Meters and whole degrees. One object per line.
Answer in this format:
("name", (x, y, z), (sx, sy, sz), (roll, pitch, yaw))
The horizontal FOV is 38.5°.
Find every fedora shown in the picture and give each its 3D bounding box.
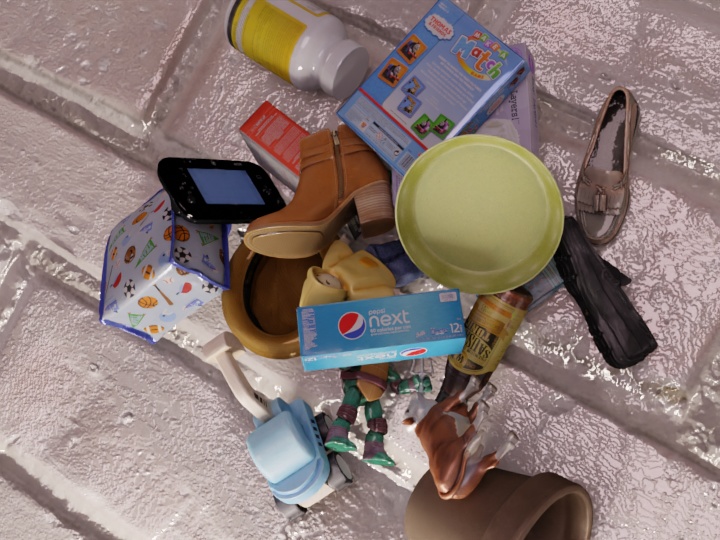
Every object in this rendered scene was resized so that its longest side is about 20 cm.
("fedora", (-0.092, 0.029, 1.394), (0.198, 0.082, 0.203), (-7, 68, 17))

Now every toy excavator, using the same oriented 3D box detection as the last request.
("toy excavator", (-0.113, 0.191, 1.311), (0.099, 0.200, 0.196), (-32, 46, 9))

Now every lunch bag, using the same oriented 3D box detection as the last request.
("lunch bag", (-0.267, -0.029, 1.424), (0.169, 0.123, 0.202), (-34, 47, 27))

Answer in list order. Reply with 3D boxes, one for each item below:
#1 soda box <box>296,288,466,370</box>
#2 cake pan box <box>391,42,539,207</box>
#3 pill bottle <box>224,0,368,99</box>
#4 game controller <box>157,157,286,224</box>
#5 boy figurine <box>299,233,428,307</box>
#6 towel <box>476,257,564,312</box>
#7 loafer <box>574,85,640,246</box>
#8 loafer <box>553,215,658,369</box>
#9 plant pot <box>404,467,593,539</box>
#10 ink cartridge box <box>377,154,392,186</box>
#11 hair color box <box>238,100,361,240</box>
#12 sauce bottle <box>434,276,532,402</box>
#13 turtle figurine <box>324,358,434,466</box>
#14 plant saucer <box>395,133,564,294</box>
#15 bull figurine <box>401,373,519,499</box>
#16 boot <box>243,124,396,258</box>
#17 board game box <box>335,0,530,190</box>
("soda box", (0.024, 0.072, 1.245), (0.197, 0.068, 0.065), (-6, 70, -2))
("cake pan box", (0.129, -0.177, 1.284), (0.182, 0.052, 0.203), (-5, 71, 19))
("pill bottle", (-0.089, -0.323, 1.454), (0.199, 0.112, 0.113), (35, 90, 22))
("game controller", (-0.186, -0.109, 1.402), (0.042, 0.199, 0.105), (-37, 70, 34))
("boy figurine", (0.000, 0.000, 1.308), (0.125, 0.198, 0.065), (50, 140, 29))
("towel", (0.181, -0.044, 1.308), (0.146, 0.022, 0.201), (-37, 94, 7))
("loafer", (0.310, -0.135, 1.304), (0.071, 0.063, 0.203), (9, 81, 21))
("loafer", (0.297, 0.021, 1.265), (0.070, 0.068, 0.202), (-26, 86, -9))
("plant pot", (0.149, 0.311, 1.212), (0.173, 0.200, 0.202), (21, 85, 39))
("ink cartridge box", (0.118, -0.180, 1.368), (0.199, 0.083, 0.147), (-37, 70, 9))
("hair color box", (-0.068, -0.136, 1.409), (0.199, 0.102, 0.061), (40, 81, 21))
("sauce bottle", (0.146, 0.106, 1.292), (0.066, 0.066, 0.202), (30, 103, 22))
("turtle figurine", (0.017, 0.140, 1.328), (0.148, 0.101, 0.203), (17, 69, -14))
("plant saucer", (0.140, -0.068, 1.215), (0.197, 0.031, 0.203), (5, 115, 10))
("bull figurine", (0.111, 0.188, 1.211), (0.065, 0.200, 0.122), (36, 104, -22))
("boot", (-0.062, -0.104, 1.298), (0.197, 0.074, 0.156), (-10, 61, -13))
("board game box", (0.087, -0.219, 1.266), (0.200, 0.037, 0.151), (-47, 63, 4))
